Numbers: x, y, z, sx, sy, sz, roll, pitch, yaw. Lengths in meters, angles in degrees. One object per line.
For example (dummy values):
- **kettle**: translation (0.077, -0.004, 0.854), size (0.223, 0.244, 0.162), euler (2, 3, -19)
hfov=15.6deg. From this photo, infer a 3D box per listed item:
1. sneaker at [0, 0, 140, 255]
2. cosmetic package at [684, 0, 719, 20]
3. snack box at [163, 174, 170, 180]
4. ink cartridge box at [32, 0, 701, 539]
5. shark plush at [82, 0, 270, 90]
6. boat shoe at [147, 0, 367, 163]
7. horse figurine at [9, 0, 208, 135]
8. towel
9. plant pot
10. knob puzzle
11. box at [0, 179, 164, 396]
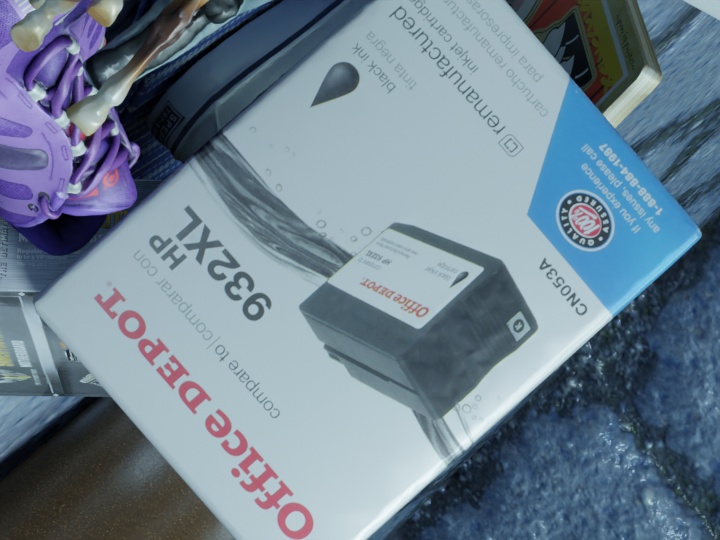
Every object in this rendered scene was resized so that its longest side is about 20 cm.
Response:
- **sneaker**: translation (-0.105, -0.062, 0.904), size (0.081, 0.084, 0.200), euler (-38, 169, -14)
- **cosmetic package**: translation (0.183, -0.191, 0.961), size (0.168, 0.199, 0.166), euler (-62, 180, -25)
- **snack box**: translation (-0.032, -0.056, 1.336), size (0.116, 0.037, 0.200), euler (-44, 170, 12)
- **ink cartridge box**: translation (0.000, 0.000, 0.964), size (0.200, 0.145, 0.084), euler (-41, -177, -4)
- **shark plush**: translation (0.000, -0.113, 0.866), size (0.200, 0.091, 0.083), euler (-51, 176, -17)
- **boat shoe**: translation (0.011, -0.089, 1.107), size (0.202, 0.086, 0.075), euler (-38, 173, -29)
- **horse figurine**: translation (-0.047, -0.112, 0.749), size (0.133, 0.050, 0.200), euler (-49, -168, 12)
- **towel**: translation (-0.069, -0.089, 1.119), size (0.145, 0.024, 0.200), euler (-36, 171, -38)
- **plant pot**: translation (-0.149, 0.180, 1.522), size (0.198, 0.200, 0.200), euler (-45, 172, -19)
- **knob puzzle**: translation (0.039, -0.077, 1.168), size (0.219, 0.030, 0.221), euler (-38, -143, 36)
- **box**: translation (-0.095, 0.011, 1.102), size (0.157, 0.049, 0.200), euler (2, 165, -1)
